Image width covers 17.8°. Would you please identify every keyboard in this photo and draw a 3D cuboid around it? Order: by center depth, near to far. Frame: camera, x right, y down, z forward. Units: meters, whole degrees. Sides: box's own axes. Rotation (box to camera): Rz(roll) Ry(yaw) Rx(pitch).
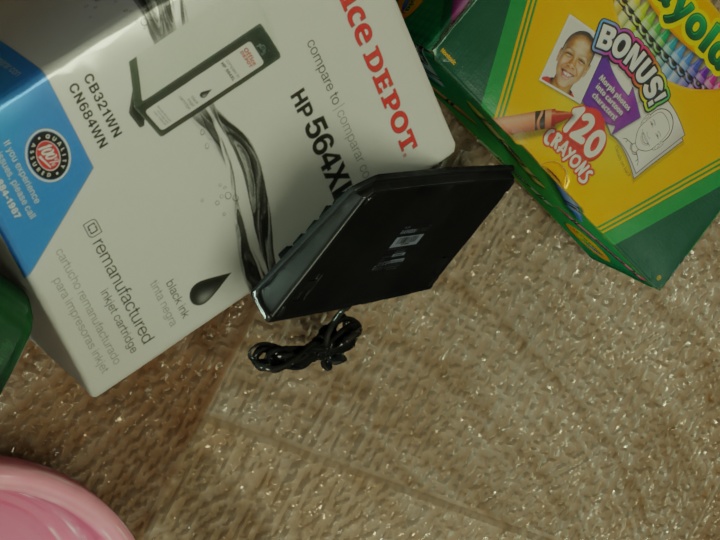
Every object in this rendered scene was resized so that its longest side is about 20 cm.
[{"bbox_3d":[0.000,0.000,1.031,0.127,0.021,0.200,-52,165,16],"label":"keyboard"}]

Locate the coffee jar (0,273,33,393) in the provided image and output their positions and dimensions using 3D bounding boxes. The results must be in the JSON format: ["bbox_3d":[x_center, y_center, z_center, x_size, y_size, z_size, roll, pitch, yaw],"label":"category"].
[{"bbox_3d":[-0.231,-0.002,0.896,0.200,0.085,0.104,40,63,-30],"label":"coffee jar"}]

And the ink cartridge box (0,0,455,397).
[{"bbox_3d":[-0.077,-0.067,0.982,0.200,0.084,0.146,-35,124,-16],"label":"ink cartridge box"}]

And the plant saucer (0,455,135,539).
[{"bbox_3d":[-0.190,0.171,1.030,0.200,0.051,0.201,-13,116,-27],"label":"plant saucer"}]

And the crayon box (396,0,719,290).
[{"bbox_3d":[0.110,-0.097,1.100,0.119,0.058,0.200,-52,126,-6],"label":"crayon box"}]
